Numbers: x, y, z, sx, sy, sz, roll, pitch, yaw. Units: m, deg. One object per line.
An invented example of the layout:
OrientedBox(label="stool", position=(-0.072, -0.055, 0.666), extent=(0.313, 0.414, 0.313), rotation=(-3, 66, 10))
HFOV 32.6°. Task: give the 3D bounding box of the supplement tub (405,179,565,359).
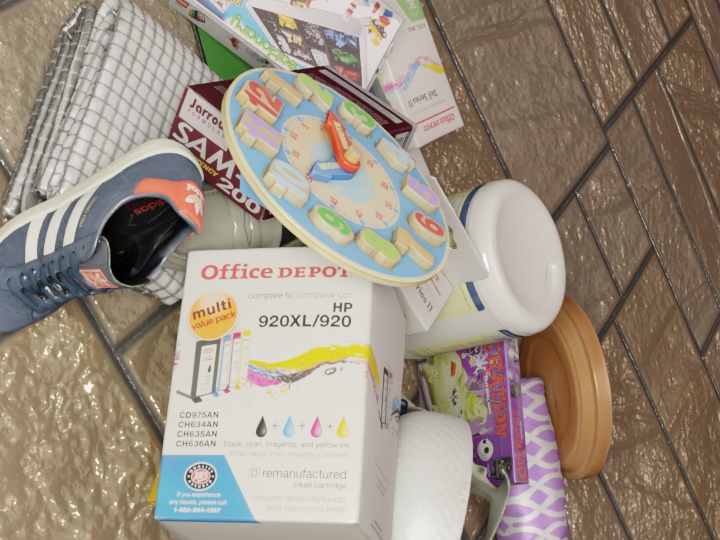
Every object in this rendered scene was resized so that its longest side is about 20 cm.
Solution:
OrientedBox(label="supplement tub", position=(0.080, 0.005, 1.180), extent=(0.144, 0.199, 0.147), rotation=(20, 63, -46))

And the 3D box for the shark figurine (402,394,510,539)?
OrientedBox(label="shark figurine", position=(0.060, 0.186, 1.180), extent=(0.090, 0.214, 0.128), rotation=(-47, 157, -6))

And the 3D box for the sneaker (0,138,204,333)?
OrientedBox(label="sneaker", position=(-0.190, -0.007, 0.845), extent=(0.075, 0.199, 0.085), rotation=(43, 17, -41))

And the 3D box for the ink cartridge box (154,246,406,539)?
OrientedBox(label="ink cartridge box", position=(-0.052, 0.101, 0.906), extent=(0.145, 0.145, 0.202), rotation=(66, 25, -63))

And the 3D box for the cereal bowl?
OrientedBox(label="cereal bowl", position=(0.023, 0.208, 1.015), extent=(0.082, 0.201, 0.202), rotation=(17, 59, -6))

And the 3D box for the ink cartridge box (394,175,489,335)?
OrientedBox(label="ink cartridge box", position=(0.000, 0.000, 1.081), extent=(0.118, 0.199, 0.067), rotation=(58, 41, -20))

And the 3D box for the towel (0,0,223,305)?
OrientedBox(label="towel", position=(-0.184, -0.091, 0.976), extent=(0.165, 0.085, 0.202), rotation=(40, 54, -46))

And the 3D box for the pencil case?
OrientedBox(label="pencil case", position=(0.175, 0.215, 1.332), extent=(0.086, 0.083, 0.203), rotation=(81, 4, -82))

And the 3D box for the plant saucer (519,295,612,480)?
OrientedBox(label="plant saucer", position=(0.217, 0.128, 1.346), extent=(0.032, 0.200, 0.203), rotation=(-6, 81, -14))

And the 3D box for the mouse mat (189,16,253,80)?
OrientedBox(label="mouse mat", position=(-0.092, -0.228, 1.198), extent=(0.199, 0.007, 0.163), rotation=(-17, 92, -53))

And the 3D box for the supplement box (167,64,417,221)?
OrientedBox(label="supplement box", position=(-0.051, -0.108, 0.998), extent=(0.108, 0.061, 0.199), rotation=(36, 28, 20))

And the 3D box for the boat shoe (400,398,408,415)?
OrientedBox(label="boat shoe", position=(-0.040, 0.094, 1.090), extent=(0.200, 0.084, 0.069), rotation=(38, 76, -35))

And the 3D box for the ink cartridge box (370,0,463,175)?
OrientedBox(label="ink cartridge box", position=(0.040, -0.186, 1.283), extent=(0.117, 0.067, 0.202), rotation=(-32, 104, -56))

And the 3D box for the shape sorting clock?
OrientedBox(label="shape sorting clock", position=(-0.013, -0.071, 0.877), extent=(0.199, 0.039, 0.201), rotation=(27, 34, -20))

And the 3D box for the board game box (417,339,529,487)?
OrientedBox(label="board game box", position=(0.110, 0.120, 1.246), extent=(0.032, 0.119, 0.203), rotation=(15, 66, -48))

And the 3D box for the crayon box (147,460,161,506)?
OrientedBox(label="crayon box", position=(-0.097, 0.163, 1.026), extent=(0.200, 0.051, 0.127), rotation=(43, 48, -36))

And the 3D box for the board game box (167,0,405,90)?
OrientedBox(label="board game box", position=(-0.065, -0.241, 1.143), extent=(0.199, 0.035, 0.127), rotation=(35, 68, -19))

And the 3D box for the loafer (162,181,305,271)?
OrientedBox(label="loafer", position=(-0.094, -0.039, 0.966), extent=(0.199, 0.069, 0.071), rotation=(-17, 100, -56))
